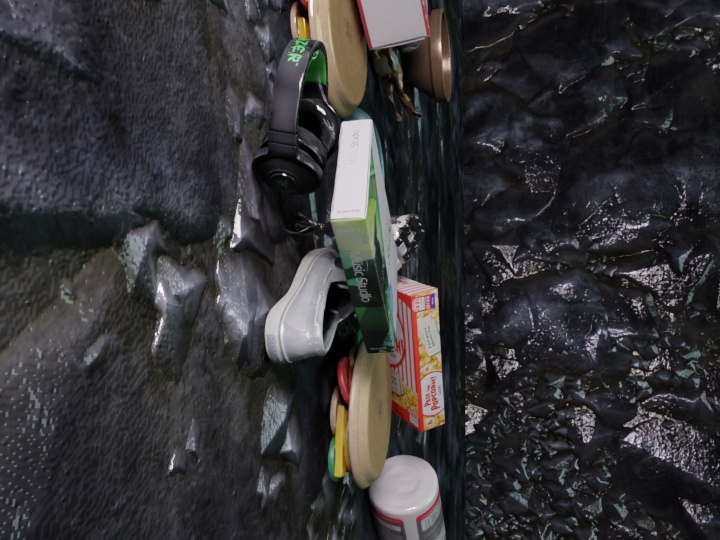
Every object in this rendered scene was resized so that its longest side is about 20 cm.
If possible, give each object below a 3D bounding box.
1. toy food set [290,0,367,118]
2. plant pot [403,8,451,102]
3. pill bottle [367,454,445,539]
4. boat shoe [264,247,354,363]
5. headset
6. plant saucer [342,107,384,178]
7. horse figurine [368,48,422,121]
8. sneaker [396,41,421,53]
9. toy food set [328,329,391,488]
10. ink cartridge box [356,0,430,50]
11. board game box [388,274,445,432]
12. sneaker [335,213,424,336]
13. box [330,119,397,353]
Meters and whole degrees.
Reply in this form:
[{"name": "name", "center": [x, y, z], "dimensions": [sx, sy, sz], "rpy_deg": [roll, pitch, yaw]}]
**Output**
[{"name": "toy food set", "center": [-0.036, -0.286, 0.731], "dimensions": [0.198, 0.048, 0.201], "rpy_deg": [-29, 117, -73]}, {"name": "plant pot", "center": [0.151, -0.481, 1.383], "dimensions": [0.201, 0.092, 0.202], "rpy_deg": [-2, 90, -76]}, {"name": "pill bottle", "center": [0.079, 0.404, 0.981], "dimensions": [0.111, 0.110, 0.201], "rpy_deg": [-70, 155, -54]}, {"name": "boat shoe", "center": [-0.036, 0.034, 0.648], "dimensions": [0.201, 0.071, 0.070], "rpy_deg": [-63, 149, -61]}, {"name": "headset", "center": [-0.045, -0.116, 0.585], "dimensions": [0.124, 0.094, 0.201], "rpy_deg": [-73, 173, -50]}, {"name": "plant saucer", "center": [0.008, -0.149, 0.930], "dimensions": [0.200, 0.027, 0.201], "rpy_deg": [-2, 90, -76]}, {"name": "horse figurine", "center": [0.049, -0.344, 1.038], "dimensions": [0.200, 0.050, 0.133], "rpy_deg": [56, 18, -50]}, {"name": "sneaker", "center": [0.077, -0.517, 1.178], "dimensions": [0.079, 0.075, 0.201], "rpy_deg": [25, 57, -59]}, {"name": "toy food set", "center": [0.003, 0.179, 0.798], "dimensions": [0.198, 0.048, 0.201], "rpy_deg": [45, 47, -73]}, {"name": "ink cartridge box", "center": [0.035, -0.400, 0.777], "dimensions": [0.201, 0.082, 0.147], "rpy_deg": [-87, 164, -45]}, {"name": "board game box", "center": [0.059, 0.110, 0.891], "dimensions": [0.151, 0.046, 0.201], "rpy_deg": [20, -61, 60]}, {"name": "sneaker", "center": [0.000, 0.000, 0.802], "dimensions": [0.200, 0.090, 0.067], "rpy_deg": [-55, 140, -24]}, {"name": "box", "center": [0.009, -0.030, 0.626], "dimensions": [0.200, 0.036, 0.145], "rpy_deg": [74, 15, -47]}]
